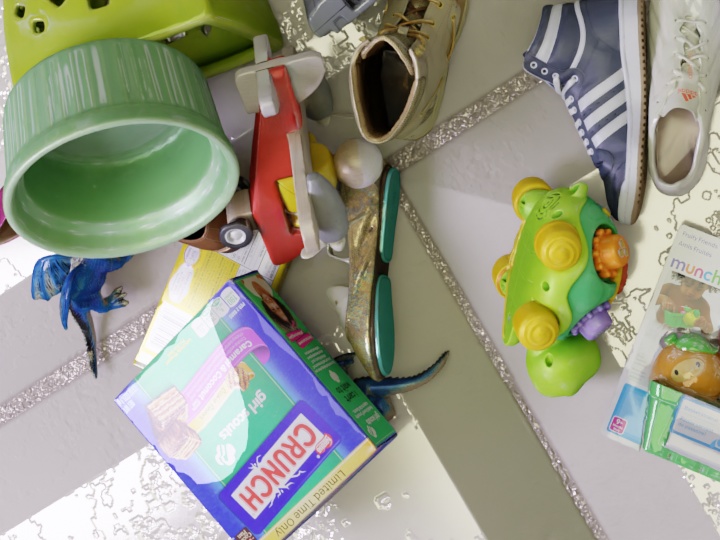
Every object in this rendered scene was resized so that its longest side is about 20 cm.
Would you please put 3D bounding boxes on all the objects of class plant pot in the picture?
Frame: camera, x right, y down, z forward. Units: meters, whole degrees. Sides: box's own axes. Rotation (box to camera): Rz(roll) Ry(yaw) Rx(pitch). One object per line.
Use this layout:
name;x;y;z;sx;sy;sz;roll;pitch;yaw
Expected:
plant pot;-0.206;-0.262;1.579;0.197;0.200;0.183;-19;83;15

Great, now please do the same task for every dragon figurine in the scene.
dragon figurine;-0.019;0.113;1.643;0.200;0.059;0.100;-39;87;16
dragon figurine;-0.268;0.013;1.651;0.059;0.099;0.201;38;125;29

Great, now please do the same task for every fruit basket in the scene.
fruit basket;0.327;0.086;1.540;0.184;0.094;0.202;22;98;10

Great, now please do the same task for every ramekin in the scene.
ramekin;-0.208;-0.105;1.494;0.198;0.200;0.098;-24;60;15

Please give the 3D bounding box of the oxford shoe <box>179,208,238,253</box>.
oxford shoe;-0.199;-0.074;1.649;0.199;0.071;0.072;22;101;27

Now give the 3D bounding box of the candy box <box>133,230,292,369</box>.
candy box;-0.133;0.022;1.677;0.102;0.026;0.202;26;102;9

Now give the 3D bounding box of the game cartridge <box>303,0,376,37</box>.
game cartridge;0.027;-0.295;1.549;0.200;0.133;0.041;-40;112;13

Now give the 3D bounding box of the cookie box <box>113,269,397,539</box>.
cookie box;-0.094;0.132;1.599;0.171;0.075;0.200;-44;84;19

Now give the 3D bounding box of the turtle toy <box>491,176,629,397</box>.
turtle toy;0.177;0.018;1.555;0.100;0.146;0.202;8;113;-10

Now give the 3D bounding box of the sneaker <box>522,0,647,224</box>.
sneaker;0.198;-0.141;1.556;0.107;0.070;0.202;0;92;11

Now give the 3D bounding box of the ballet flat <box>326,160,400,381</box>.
ballet flat;0.000;0.000;1.613;0.070;0.071;0.202;0;83;13

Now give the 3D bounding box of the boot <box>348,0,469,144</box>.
boot;0.041;-0.210;1.541;0.072;0.155;0.202;14;100;11

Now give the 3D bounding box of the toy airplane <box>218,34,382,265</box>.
toy airplane;-0.047;-0.109;1.543;0.139;0.199;0.202;3;86;-9

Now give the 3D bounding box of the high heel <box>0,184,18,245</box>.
high heel;-0.270;-0.087;1.618;0.199;0.097;0.067;-16;136;41

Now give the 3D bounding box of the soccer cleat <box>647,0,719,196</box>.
soccer cleat;0.279;-0.164;1.529;0.069;0.078;0.202;3;97;13
